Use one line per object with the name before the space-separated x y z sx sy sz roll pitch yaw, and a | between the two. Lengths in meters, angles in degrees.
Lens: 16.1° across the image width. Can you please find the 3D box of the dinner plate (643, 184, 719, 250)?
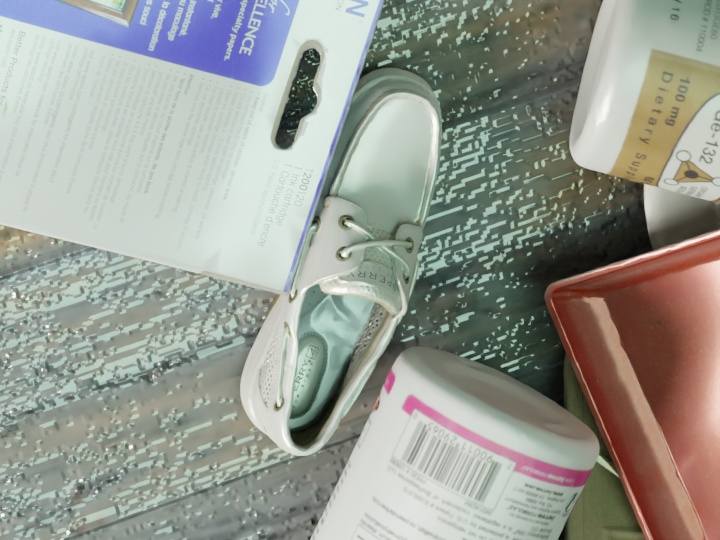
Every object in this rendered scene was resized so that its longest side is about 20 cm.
dinner plate | 0.245 -0.048 1.349 0.200 0.024 0.201 -4 101 -19

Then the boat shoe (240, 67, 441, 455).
boat shoe | 0.000 0.000 1.268 0.071 0.069 0.200 14 102 -20

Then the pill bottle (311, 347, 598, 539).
pill bottle | 0.030 0.151 1.297 0.113 0.113 0.200 21 100 -24

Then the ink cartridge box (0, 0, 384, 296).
ink cartridge box | -0.100 -0.104 1.212 0.200 0.043 0.198 15 102 -21

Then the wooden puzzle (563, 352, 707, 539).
wooden puzzle | 0.189 0.138 1.366 0.185 0.046 0.200 6 80 -20

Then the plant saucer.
plant saucer | 0.214 0.069 1.267 0.037 0.200 0.200 -31 99 -51

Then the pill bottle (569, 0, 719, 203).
pill bottle | 0.213 -0.083 1.258 0.200 0.114 0.115 14 103 -1
